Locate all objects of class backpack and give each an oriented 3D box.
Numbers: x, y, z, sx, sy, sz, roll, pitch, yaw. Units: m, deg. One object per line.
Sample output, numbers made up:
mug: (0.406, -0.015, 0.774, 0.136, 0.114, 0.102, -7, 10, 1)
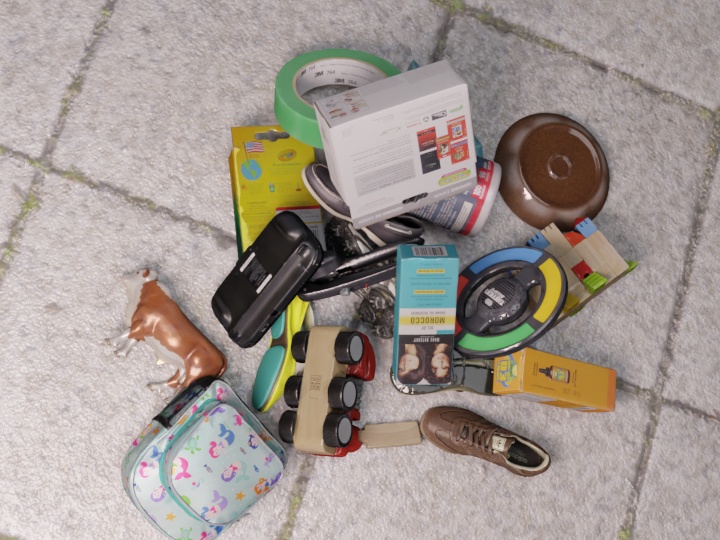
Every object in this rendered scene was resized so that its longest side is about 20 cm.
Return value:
backpack: (-0.212, 0.264, 1.522, 0.200, 0.151, 0.178, -41, 107, -11)

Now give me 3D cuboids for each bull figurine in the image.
bull figurine: (-0.279, 0.091, 1.588, 0.200, 0.065, 0.121, 45, 73, 0)

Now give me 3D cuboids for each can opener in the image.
can opener: (0.000, 0.000, 1.608, 0.199, 0.079, 0.064, -11, 76, 5)

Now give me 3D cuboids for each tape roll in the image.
tape roll: (-0.027, -0.254, 1.685, 0.200, 0.048, 0.201, 4, 43, -3)

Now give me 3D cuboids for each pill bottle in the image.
pill bottle: (0.099, -0.136, 1.705, 0.199, 0.120, 0.120, 19, 74, -5)

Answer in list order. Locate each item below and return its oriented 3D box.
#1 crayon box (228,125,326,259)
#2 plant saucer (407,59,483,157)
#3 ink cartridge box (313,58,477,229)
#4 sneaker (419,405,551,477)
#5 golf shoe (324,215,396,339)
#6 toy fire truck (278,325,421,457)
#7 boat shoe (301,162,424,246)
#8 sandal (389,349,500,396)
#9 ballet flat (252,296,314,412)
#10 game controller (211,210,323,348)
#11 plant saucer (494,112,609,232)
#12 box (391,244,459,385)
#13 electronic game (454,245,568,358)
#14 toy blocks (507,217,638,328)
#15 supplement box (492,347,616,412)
crayon box: (-0.124, -0.113, 1.681, 0.127, 0.051, 0.201, -3, 79, -15)
plant saucer: (0.129, -0.229, 1.728, 0.200, 0.019, 0.070, 46, 31, -35)
ink cartridge box: (0.053, -0.174, 1.589, 0.199, 0.176, 0.084, -19, 39, -9)
sneaker: (0.187, 0.245, 1.666, 0.199, 0.076, 0.071, 21, 73, -10)
golf shoe: (0.018, 0.003, 1.690, 0.094, 0.078, 0.200, -22, 80, -42)
toy fire truck: (-0.005, 0.184, 1.625, 0.128, 0.200, 0.177, -1, 72, 28)
boat shoe: (0.007, -0.102, 1.662, 0.200, 0.063, 0.073, 37, 40, -11)
sandal: (0.142, 0.147, 1.691, 0.200, 0.057, 0.080, 1, 82, -3)
ballet flat: (-0.103, 0.110, 1.633, 0.067, 0.067, 0.201, 19, 71, -30)
game controller: (-0.133, 0.013, 1.593, 0.042, 0.200, 0.104, 14, 34, -50)
plant saucer: (0.312, -0.161, 1.812, 0.200, 0.037, 0.201, 3, 78, -14)
box: (0.090, 0.063, 1.594, 0.082, 0.049, 0.201, -1, 116, -4)
electronic game: (0.207, 0.044, 1.661, 0.200, 0.200, 0.042, -53, 132, -18)
toy blocks: (0.309, -0.008, 1.754, 0.200, 0.100, 0.137, -34, 75, -9)
supplement box: (0.288, 0.163, 1.681, 0.200, 0.069, 0.067, 17, 73, -35)
